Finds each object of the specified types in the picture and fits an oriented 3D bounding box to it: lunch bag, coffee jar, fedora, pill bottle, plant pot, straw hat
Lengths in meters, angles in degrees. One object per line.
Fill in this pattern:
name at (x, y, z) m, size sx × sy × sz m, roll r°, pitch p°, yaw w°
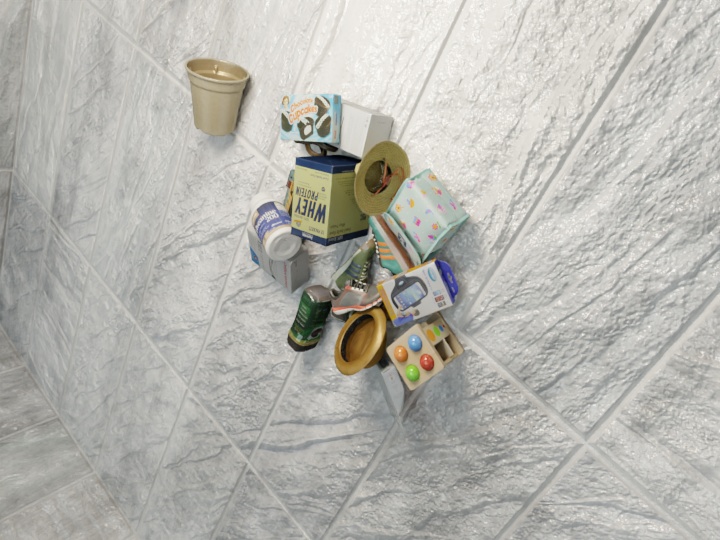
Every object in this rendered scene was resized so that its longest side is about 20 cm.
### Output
lunch bag at (0.150, -0.122, 1.333) m, size 0.172 × 0.120 × 0.201 m, roll 51°, pitch 139°, yaw 11°
coffee jar at (-0.155, 0.151, 1.614) m, size 0.085 × 0.103 × 0.205 m, roll 36°, pitch 117°, yaw 28°
fedora at (0.014, 0.199, 1.429) m, size 0.198 × 0.081 × 0.206 m, roll -31°, pitch 42°, yaw 32°
pill bottle at (-0.253, -0.134, 1.523) m, size 0.113 × 0.108 × 0.202 m, roll -58°, pitch 47°, yaw 29°
plant pot at (-0.454, -0.538, 1.653) m, size 0.198 × 0.198 × 0.188 m, roll 34°, pitch 128°, yaw 24°
straw hat at (0.033, -0.245, 1.355) m, size 0.084 × 0.197 × 0.208 m, roll 31°, pitch 116°, yaw 41°

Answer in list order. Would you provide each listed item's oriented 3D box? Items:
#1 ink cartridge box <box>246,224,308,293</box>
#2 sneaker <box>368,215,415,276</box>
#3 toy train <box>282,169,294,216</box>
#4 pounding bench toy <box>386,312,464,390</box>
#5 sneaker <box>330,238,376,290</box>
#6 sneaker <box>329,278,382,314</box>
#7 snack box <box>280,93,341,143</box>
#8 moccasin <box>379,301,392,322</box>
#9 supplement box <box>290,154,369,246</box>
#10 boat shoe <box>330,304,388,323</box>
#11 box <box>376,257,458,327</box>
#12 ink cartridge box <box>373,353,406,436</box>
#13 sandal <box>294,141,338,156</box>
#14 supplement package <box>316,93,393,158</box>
ink cartridge box at (-0.252, -0.049, 1.625) m, size 0.198 × 0.084 × 0.147 m, roll 37°, pitch 146°, yaw 24°
sneaker at (0.069, -0.054, 1.420) m, size 0.079 × 0.071 × 0.204 m, roll -32°, pitch 88°, yaw 27°
toy train at (-0.186, -0.203, 1.584) m, size 0.114 × 0.083 × 0.205 m, roll 42°, pitch 124°, yaw 36°
pounding bench toy at (0.143, 0.231, 1.384) m, size 0.200 × 0.154 × 0.126 m, roll -43°, pitch 75°, yaw 33°
sneaker at (0.000, 0.000, 1.500) m, size 0.200 × 0.066 × 0.091 m, roll -43°, pitch 79°, yaw 36°
sneaker at (-0.010, 0.061, 1.449) m, size 0.195 × 0.077 × 0.084 m, roll -18°, pitch 103°, yaw 29°
snack box at (-0.135, -0.403, 1.394) m, size 0.195 × 0.037 × 0.121 m, roll 13°, pitch 106°, yaw 38°
moccasin at (0.135, 0.076, 1.412) m, size 0.200 × 0.074 × 0.078 m, roll -41°, pitch 90°, yaw 30°
supplement box at (-0.074, -0.196, 1.424) m, size 0.131 × 0.197 × 0.207 m, roll 18°, pitch 112°, yaw 32°
boat shoe at (-0.013, 0.126, 1.529) m, size 0.195 × 0.065 × 0.075 m, roll 6°, pitch 100°, yaw 32°
box at (0.149, 0.054, 1.335) m, size 0.196 × 0.041 × 0.122 m, roll -24°, pitch 97°, yaw 28°
ink cartridge box at (0.089, 0.333, 1.463) m, size 0.056 × 0.162 × 0.205 m, roll -27°, pitch 104°, yaw -8°
sandal at (-0.130, -0.349, 1.494) m, size 0.197 × 0.080 × 0.057 m, roll 24°, pitch 109°, yaw 45°
supplement package at (-0.028, -0.386, 1.409) m, size 0.197 × 0.112 × 0.113 m, roll 29°, pitch 115°, yaw 30°
